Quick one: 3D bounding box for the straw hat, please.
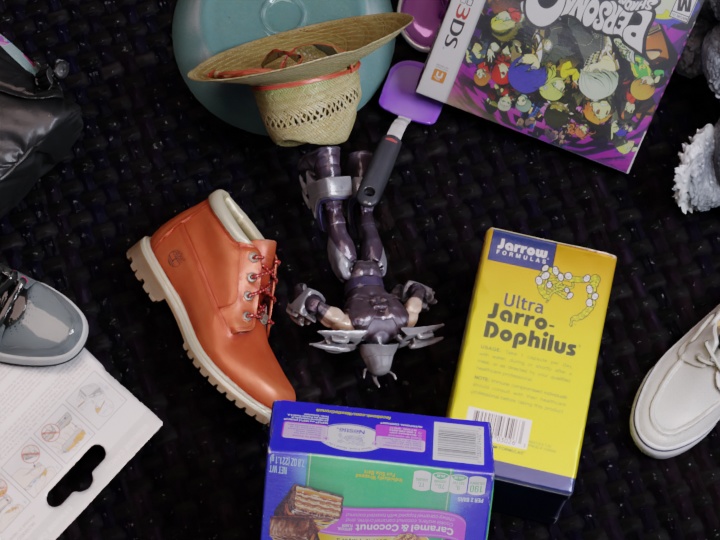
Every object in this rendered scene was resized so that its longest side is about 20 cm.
[{"bbox_3d":[-0.042,-0.144,1.542,0.199,0.201,0.086,-16,105,-7],"label":"straw hat"}]

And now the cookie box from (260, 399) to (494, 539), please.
[{"bbox_3d":[0.007,0.209,1.424,0.169,0.202,0.075,6,28,1],"label":"cookie box"}]

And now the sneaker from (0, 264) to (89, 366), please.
[{"bbox_3d":[-0.310,0.005,1.474,0.198,0.121,0.084,21,72,5],"label":"sneaker"}]

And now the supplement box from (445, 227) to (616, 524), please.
[{"bbox_3d":[0.130,0.085,1.512,0.108,0.109,0.202,12,72,3],"label":"supplement box"}]

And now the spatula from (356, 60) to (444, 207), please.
[{"bbox_3d":[0.029,-0.115,1.586,0.056,0.021,0.201,20,40,4],"label":"spatula"}]

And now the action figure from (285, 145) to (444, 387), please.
[{"bbox_3d":[0.000,0.000,1.548,0.129,0.069,0.202,2,67,-34],"label":"action figure"}]

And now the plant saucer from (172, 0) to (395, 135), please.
[{"bbox_3d":[-0.067,-0.217,1.648,0.198,0.036,0.202,1,71,-2],"label":"plant saucer"}]

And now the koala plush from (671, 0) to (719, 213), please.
[{"bbox_3d":[0.341,-0.135,1.572,0.176,0.184,0.202,12,83,3],"label":"koala plush"}]

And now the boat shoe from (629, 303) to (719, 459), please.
[{"bbox_3d":[0.296,0.069,1.542,0.200,0.070,0.071,-43,77,-14],"label":"boat shoe"}]

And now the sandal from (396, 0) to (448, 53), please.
[{"bbox_3d":[0.110,-0.274,1.664,0.202,0.050,0.082,-41,77,-14],"label":"sandal"}]

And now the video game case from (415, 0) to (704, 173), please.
[{"bbox_3d":[0.168,-0.198,1.579,0.198,0.036,0.182,21,116,-2],"label":"video game case"}]

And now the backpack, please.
[{"bbox_3d":[-0.348,-0.138,1.567,0.200,0.127,0.167,41,71,11],"label":"backpack"}]

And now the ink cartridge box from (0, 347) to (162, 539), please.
[{"bbox_3d":[-0.284,0.120,1.524,0.200,0.057,0.163,41,75,7],"label":"ink cartridge box"}]

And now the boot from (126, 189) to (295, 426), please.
[{"bbox_3d":[-0.097,0.030,1.528,0.107,0.075,0.201,-37,75,9],"label":"boot"}]
